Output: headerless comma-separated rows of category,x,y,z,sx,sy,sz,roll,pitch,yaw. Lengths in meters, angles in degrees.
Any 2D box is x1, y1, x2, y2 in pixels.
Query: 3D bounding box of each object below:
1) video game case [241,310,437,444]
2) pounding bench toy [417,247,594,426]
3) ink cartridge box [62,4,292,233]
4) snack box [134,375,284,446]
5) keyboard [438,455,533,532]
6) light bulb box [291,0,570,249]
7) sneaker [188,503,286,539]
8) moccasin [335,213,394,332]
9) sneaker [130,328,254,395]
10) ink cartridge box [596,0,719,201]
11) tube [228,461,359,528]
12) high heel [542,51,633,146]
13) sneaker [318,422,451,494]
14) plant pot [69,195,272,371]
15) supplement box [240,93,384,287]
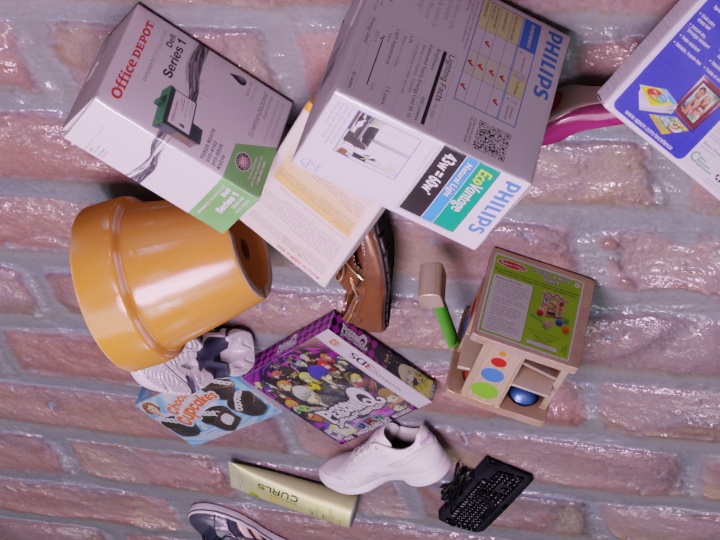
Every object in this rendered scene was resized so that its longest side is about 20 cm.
video game case,-0.029,0.144,2.018,0.181,0.036,0.199,36,140,-22
pounding bench toy,0.145,0.071,1.780,0.198,0.125,0.156,18,144,-2
ink cartridge box,-0.188,-0.157,1.597,0.199,0.147,0.084,31,140,-20
snack box,-0.208,0.178,2.131,0.116,0.037,0.199,39,139,-26
keyboard,0.160,0.327,2.178,0.103,0.040,0.200,21,143,-7
light bulb box,0.068,-0.162,1.446,0.199,0.199,0.125,25,145,-9
sneaker,-0.187,0.439,2.430,0.199,0.080,0.078,29,143,-13
moccasin,0.000,-0.001,1.794,0.077,0.074,0.202,6,150,2
sneaker,-0.245,0.110,1.973,0.129,0.198,0.080,0,101,40
ink cartridge box,0.354,-0.176,1.420,0.197,0.047,0.200,35,109,-22
tube,-0.102,0.330,2.281,0.198,0.052,0.059,16,104,10
high heel,0.242,-0.143,1.507,0.199,0.068,0.096,-25,116,38
sneaker,0.025,0.250,2.120,0.199,0.075,0.100,-13,121,28
plant pot,-0.208,-0.003,1.786,0.182,0.201,0.201,-16,135,16
supplement box,-0.031,-0.093,1.636,0.126,0.074,0.200,39,135,2
